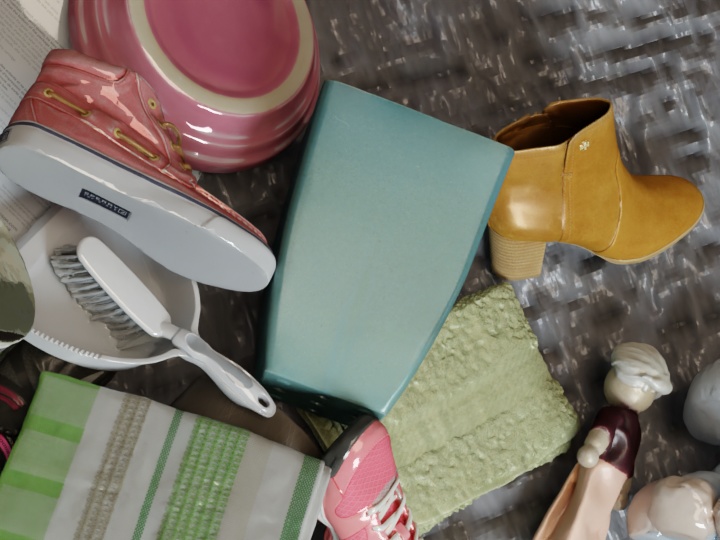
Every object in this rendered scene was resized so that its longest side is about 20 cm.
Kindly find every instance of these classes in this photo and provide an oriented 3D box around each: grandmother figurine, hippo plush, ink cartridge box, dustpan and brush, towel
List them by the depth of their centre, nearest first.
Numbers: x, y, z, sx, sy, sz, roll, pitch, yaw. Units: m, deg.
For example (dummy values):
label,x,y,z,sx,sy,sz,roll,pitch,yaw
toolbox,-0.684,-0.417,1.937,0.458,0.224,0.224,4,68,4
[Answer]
label,x,y,z,sx,sy,sz,roll,pitch,yaw
towel,-0.130,0.157,1.059,0.198,0.031,0.150,18,58,0
dustpan and brush,-0.139,0.034,1.116,0.200,0.057,0.140,45,48,-8
ink cartridge box,-0.219,-0.095,1.183,0.200,0.041,0.200,46,66,-10
towel,0.060,0.107,1.265,0.199,0.036,0.149,-28,92,-21
grandmother figurine,0.183,0.147,1.277,0.060,0.121,0.202,19,76,16
hippo plush,0.315,0.154,1.284,0.199,0.159,0.162,28,70,-21

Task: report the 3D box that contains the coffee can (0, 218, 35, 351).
label,x,y,z,sx,sy,sz,roll,pitch,yaw
coffee can,-0.320,0.033,1.023,0.199,0.146,0.147,-34,96,15

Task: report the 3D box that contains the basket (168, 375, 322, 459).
label,x,y,z,sx,sy,sz,roll,pitch,yaw
basket,-0.121,0.183,1.132,0.179,0.136,0.201,26,64,21

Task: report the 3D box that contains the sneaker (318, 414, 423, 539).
label,x,y,z,sx,sy,sz,roll,pitch,yaw
sneaker,0.017,0.181,1.158,0.086,0.202,0.074,24,46,26

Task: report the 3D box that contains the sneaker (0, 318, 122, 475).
label,x,y,z,sx,sy,sz,roll,pitch,yaw
sneaker,-0.238,0.103,1.116,0.199,0.084,0.077,-32,136,-19

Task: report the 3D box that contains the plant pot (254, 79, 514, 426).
label,x,y,z,sx,sy,sz,roll,pitch,yaw
plant pot,0.000,0.000,1.185,0.140,0.141,0.202,20,74,-3

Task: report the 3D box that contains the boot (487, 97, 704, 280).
label,x,y,z,sx,sy,sz,roll,pitch,yaw
boot,0.186,-0.073,1.280,0.199,0.145,0.071,-17,49,-18

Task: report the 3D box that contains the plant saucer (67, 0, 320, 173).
label,x,y,z,sx,sy,sz,roll,pitch,yaw
plant saucer,-0.109,-0.172,1.204,0.199,0.051,0.203,13,64,-29

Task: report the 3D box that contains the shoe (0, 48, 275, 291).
label,x,y,z,sx,sy,sz,roll,pitch,yaw
shoe,-0.135,-0.068,1.110,0.199,0.071,0.092,28,58,-13
